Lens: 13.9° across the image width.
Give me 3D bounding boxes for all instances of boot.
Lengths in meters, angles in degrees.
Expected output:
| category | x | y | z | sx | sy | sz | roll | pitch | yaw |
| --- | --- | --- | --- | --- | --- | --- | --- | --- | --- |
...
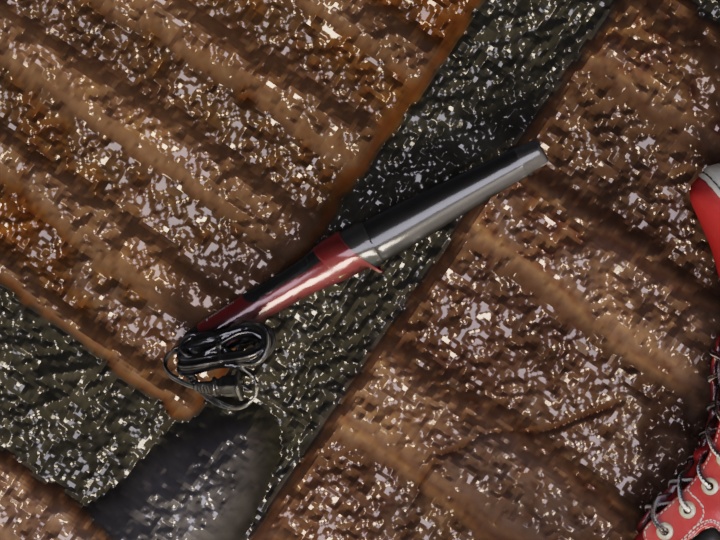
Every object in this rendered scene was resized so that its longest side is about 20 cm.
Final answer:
| category | x | y | z | sx | sy | sz | roll | pitch | yaw |
| --- | --- | --- | --- | --- | --- | --- | --- | --- | --- |
| boot | 0.164 | 0.062 | 1.334 | 0.144 | 0.072 | 0.200 | -28 | 99 | 3 |

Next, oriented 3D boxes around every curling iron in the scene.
| category | x | y | z | sx | sy | sz | roll | pitch | yaw |
| --- | --- | --- | --- | --- | --- | --- | --- | --- | --- |
| curling iron | 0.000 | 0.000 | 1.342 | 0.200 | 0.026 | 0.050 | -33 | 58 | -2 |
